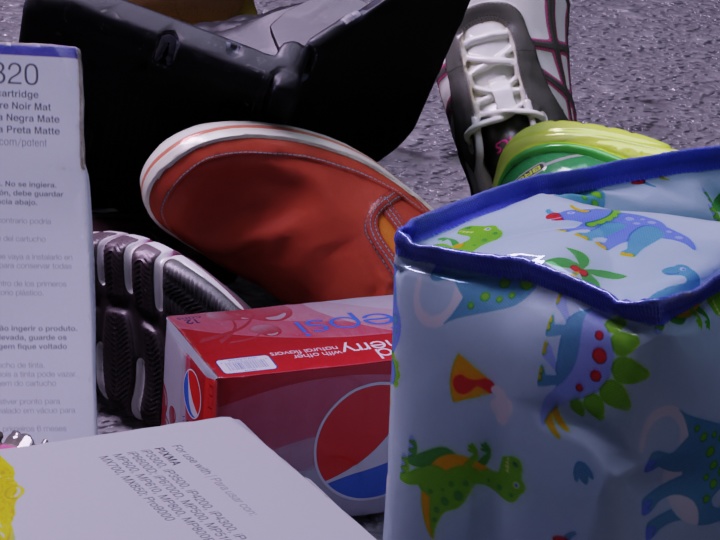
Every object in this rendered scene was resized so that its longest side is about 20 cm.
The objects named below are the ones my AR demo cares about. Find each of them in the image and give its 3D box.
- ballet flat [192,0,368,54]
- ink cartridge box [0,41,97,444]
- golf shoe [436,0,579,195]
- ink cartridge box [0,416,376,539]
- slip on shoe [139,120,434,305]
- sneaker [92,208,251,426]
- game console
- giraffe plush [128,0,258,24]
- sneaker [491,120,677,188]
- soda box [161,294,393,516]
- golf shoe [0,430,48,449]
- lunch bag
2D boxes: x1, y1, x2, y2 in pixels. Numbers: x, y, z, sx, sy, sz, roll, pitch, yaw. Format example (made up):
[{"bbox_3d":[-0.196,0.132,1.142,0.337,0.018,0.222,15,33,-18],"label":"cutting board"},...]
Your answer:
[{"bbox_3d":[-0.082,-0.087,1.266,0.199,0.057,0.067,-8,54,2],"label":"ballet flat"},{"bbox_3d":[-0.189,0.019,0.913,0.199,0.201,0.041,2,-12,-20],"label":"ink cartridge box"},{"bbox_3d":[0.070,-0.093,1.257,0.077,0.200,0.088,-17,18,7],"label":"golf shoe"},{"bbox_3d":[-0.090,0.140,0.682,0.199,0.146,0.145,-8,24,-28],"label":"ink cartridge box"},{"bbox_3d":[0.000,0.000,1.104,0.200,0.074,0.061,29,28,-18],"label":"slip on shoe"},{"bbox_3d":[-0.087,0.007,1.143,0.200,0.076,0.115,18,22,35],"label":"sneaker"},{"bbox_3d":[-0.056,-0.088,1.184,0.175,0.200,0.117,20,64,-1],"label":"game console"},{"bbox_3d":[-0.080,-0.125,1.362,0.172,0.163,0.200,-2,22,-16],"label":"giraffe plush"},{"bbox_3d":[0.149,-0.010,1.141,0.199,0.084,0.074,7,-25,24],"label":"sneaker"},{"bbox_3d":[0.024,0.051,1.047,0.199,0.070,0.063,-5,23,-22],"label":"soda box"},{"bbox_3d":[-0.056,0.130,0.850,0.200,0.073,0.092,22,65,18],"label":"golf shoe"},{"bbox_3d":[0.104,0.054,0.913,0.127,0.171,0.200,16,22,31],"label":"lunch bag"}]
